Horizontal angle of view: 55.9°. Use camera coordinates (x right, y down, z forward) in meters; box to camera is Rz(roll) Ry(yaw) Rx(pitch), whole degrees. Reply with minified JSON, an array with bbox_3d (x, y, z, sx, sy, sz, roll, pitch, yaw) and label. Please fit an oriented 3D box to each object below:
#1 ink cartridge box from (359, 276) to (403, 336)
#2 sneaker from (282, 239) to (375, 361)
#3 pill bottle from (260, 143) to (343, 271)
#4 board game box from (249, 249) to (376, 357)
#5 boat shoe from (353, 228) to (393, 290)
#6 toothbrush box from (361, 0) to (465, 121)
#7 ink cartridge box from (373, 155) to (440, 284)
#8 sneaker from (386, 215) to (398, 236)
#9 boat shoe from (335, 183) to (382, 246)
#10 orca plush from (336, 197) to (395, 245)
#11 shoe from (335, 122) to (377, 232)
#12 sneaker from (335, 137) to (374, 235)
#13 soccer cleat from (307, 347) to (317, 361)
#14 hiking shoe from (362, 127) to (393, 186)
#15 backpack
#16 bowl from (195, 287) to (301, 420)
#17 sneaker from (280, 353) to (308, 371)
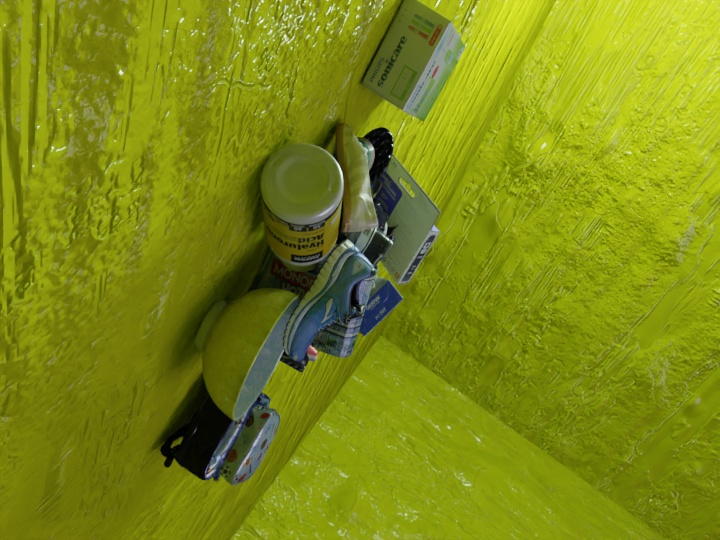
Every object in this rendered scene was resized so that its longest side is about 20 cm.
[{"bbox_3d":[0.005,0.057,1.215,0.094,0.044,0.200,-43,-170,-8],"label":"ink cartridge box"},{"bbox_3d":[-0.046,0.060,1.011,0.202,0.088,0.079,-57,176,17],"label":"sneaker"},{"bbox_3d":[-0.081,-0.076,0.944,0.112,0.110,0.201,-53,170,-21],"label":"pill bottle"},{"bbox_3d":[-0.081,0.011,1.092,0.061,0.196,0.205,-22,131,-62],"label":"board game box"},{"bbox_3d":[0.001,-0.002,1.157,0.201,0.067,0.074,-58,-177,46],"label":"boat shoe"},{"bbox_3d":[0.091,-0.336,1.104,0.148,0.085,0.200,-60,170,13],"label":"toothbrush box"},{"bbox_3d":[0.074,-0.113,1.379,0.043,0.200,0.202,-12,145,-39],"label":"ink cartridge box"},{"bbox_3d":[0.003,-0.069,1.389,0.105,0.060,0.199,-53,-163,-5],"label":"sneaker"},{"bbox_3d":[-0.010,-0.120,1.344,0.203,0.062,0.073,-57,171,-9],"label":"boat shoe"},{"bbox_3d":[0.002,-0.090,1.161,0.201,0.102,0.073,67,17,-60],"label":"orca plush"},{"bbox_3d":[-0.009,-0.139,1.007,0.071,0.052,0.204,96,-9,-55],"label":"shoe"},{"bbox_3d":[-0.042,-0.127,1.151,0.080,0.070,0.204,-35,151,-58],"label":"sneaker"},{"bbox_3d":[-0.114,0.131,1.497,0.068,0.075,0.201,-62,-175,25],"label":"soccer cleat"},{"bbox_3d":[-0.005,-0.172,1.233,0.203,0.073,0.087,-59,-168,17],"label":"hiking shoe"},{"bbox_3d":[-0.227,0.277,1.200,0.202,0.152,0.191,-54,175,-7],"label":"backpack"},{"bbox_3d":[-0.179,0.104,1.003,0.204,0.106,0.201,-62,173,-12],"label":"bowl"},{"bbox_3d":[-0.139,0.131,1.323,0.092,0.069,0.199,-62,-159,-7],"label":"sneaker"}]
